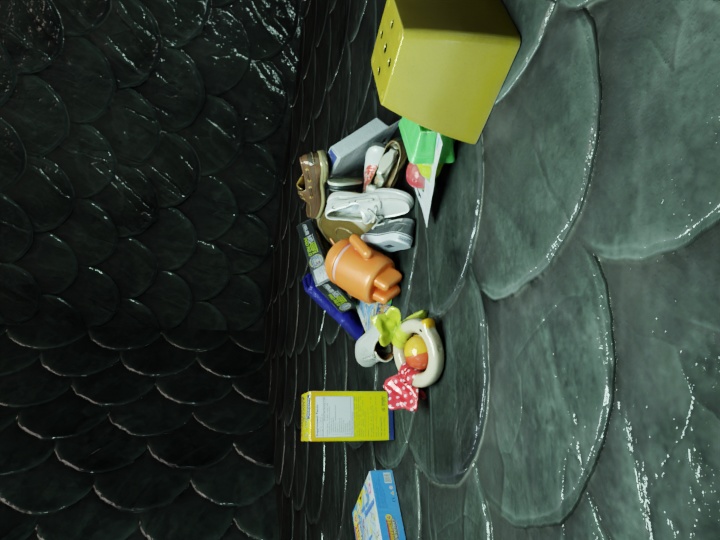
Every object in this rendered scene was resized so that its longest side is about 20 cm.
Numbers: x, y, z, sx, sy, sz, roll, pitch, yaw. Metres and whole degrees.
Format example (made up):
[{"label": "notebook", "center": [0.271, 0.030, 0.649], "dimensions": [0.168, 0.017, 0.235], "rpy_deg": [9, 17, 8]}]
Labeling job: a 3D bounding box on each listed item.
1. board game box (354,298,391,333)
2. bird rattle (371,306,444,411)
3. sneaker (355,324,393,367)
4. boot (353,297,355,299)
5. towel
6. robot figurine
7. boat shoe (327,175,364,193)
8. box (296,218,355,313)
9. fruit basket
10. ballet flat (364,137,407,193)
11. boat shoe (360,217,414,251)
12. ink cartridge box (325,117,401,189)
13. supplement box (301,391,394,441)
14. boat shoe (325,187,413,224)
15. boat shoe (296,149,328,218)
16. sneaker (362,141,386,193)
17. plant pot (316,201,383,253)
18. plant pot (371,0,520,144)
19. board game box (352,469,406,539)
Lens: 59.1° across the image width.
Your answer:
[{"label": "board game box", "center": [0.030, 0.076, 1.601], "dimensions": [0.200, 0.034, 0.137], "rpy_deg": [-114, 31, -61]}, {"label": "bird rattle", "center": [0.096, 0.167, 1.219], "dimensions": [0.163, 0.112, 0.203], "rpy_deg": [-24, 66, 56]}, {"label": "sneaker", "center": [0.034, 0.190, 1.486], "dimensions": [0.201, 0.072, 0.085], "rpy_deg": [114, 157, -51]}, {"label": "boot", "center": [-0.014, -0.031, 1.716], "dimensions": [0.156, 0.076, 0.201], "rpy_deg": [117, 168, -46]}, {"label": "towel", "center": [-0.069, 0.089, 1.705], "dimensions": [0.050, 0.200, 0.148], "rpy_deg": [-45, 16, 2]}, {"label": "robot figurine", "center": [0.000, -0.002, 1.454], "dimensions": [0.117, 0.199, 0.144], "rpy_deg": [-58, -29, -6]}, {"label": "boat shoe", "center": [-0.033, -0.192, 1.535], "dimensions": [0.199, 0.074, 0.067], "rpy_deg": [-48, -34, -75]}, {"label": "box", "center": [-0.089, -0.011, 1.623], "dimensions": [0.160, 0.044, 0.201], "rpy_deg": [51, -165, -53]}, {"label": "fruit basket", "center": [0.129, -0.219, 1.227], "dimensions": [0.201, 0.093, 0.186], "rpy_deg": [86, 175, -47]}, {"label": "ballet flat", "center": [0.050, -0.205, 1.422], "dimensions": [0.202, 0.067, 0.072], "rpy_deg": [-64, -20, 14]}, {"label": "boat shoe", "center": [0.060, -0.087, 1.430], "dimensions": [0.199, 0.073, 0.069], "rpy_deg": [-7, 64, 69]}, {"label": "ink cartridge box", "center": [-0.010, -0.289, 1.538], "dimensions": [0.043, 0.199, 0.196], "rpy_deg": [51, 157, 4]}, {"label": "supplement box", "center": [-0.032, 0.337, 1.464], "dimensions": [0.110, 0.198, 0.110], "rpy_deg": [136, 136, -68]}, {"label": "boat shoe", "center": [0.018, -0.131, 1.389], "dimensions": [0.071, 0.198, 0.070], "rpy_deg": [70, -154, -42]}, {"label": "boat shoe", "center": [-0.119, -0.200, 1.496], "dimensions": [0.201, 0.067, 0.073], "rpy_deg": [101, 158, -51]}, {"label": "sneaker", "center": [0.035, -0.198, 1.501], "dimensions": [0.202, 0.066, 0.109], "rpy_deg": [94, -173, -56]}, {"label": "plant pot", "center": [-0.030, -0.091, 1.579], "dimensions": [0.028, 0.199, 0.200], "rpy_deg": [-55, 0, -27]}, {"label": "plant pot", "center": [0.122, -0.357, 1.054], "dimensions": [0.201, 0.174, 0.202], "rpy_deg": [109, 159, -47]}, {"label": "board game box", "center": [0.040, 0.587, 1.418], "dimensions": [0.201, 0.055, 0.197], "rpy_deg": [-103, 21, -46]}]
